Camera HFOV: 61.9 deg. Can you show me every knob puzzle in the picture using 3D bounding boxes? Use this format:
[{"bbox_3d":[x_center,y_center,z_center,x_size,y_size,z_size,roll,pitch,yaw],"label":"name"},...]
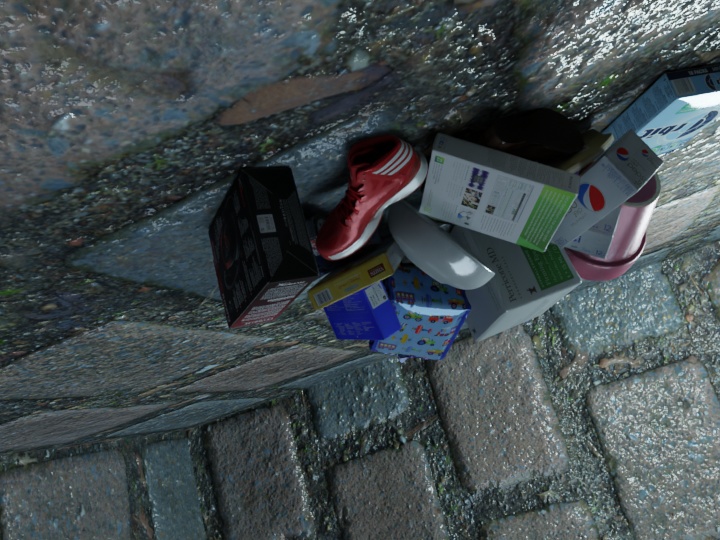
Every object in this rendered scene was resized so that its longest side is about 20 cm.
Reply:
[{"bbox_3d":[0.281,-0.146,0.890,0.215,0.031,0.220,-27,-167,6],"label":"knob puzzle"}]

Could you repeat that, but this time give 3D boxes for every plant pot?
[{"bbox_3d":[0.453,-0.112,1.109,0.194,0.204,0.181,-13,150,-14],"label":"plant pot"}]

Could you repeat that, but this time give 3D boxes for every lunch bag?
[{"bbox_3d":[0.102,0.103,1.117,0.146,0.095,0.204,7,130,-8],"label":"lunch bag"}]

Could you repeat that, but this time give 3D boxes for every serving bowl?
[{"bbox_3d":[0.116,-0.032,0.948,0.066,0.199,0.199,-53,156,9],"label":"serving bowl"}]

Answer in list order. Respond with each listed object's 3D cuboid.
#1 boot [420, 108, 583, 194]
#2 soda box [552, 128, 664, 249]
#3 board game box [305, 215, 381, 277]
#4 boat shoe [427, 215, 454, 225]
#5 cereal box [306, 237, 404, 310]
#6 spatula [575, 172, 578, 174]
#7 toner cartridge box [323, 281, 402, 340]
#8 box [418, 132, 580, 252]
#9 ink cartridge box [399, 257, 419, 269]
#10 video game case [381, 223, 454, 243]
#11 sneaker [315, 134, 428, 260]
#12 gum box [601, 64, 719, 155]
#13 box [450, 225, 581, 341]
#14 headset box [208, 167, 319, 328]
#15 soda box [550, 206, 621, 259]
[{"bbox_3d":[0.204,-0.156,0.894,0.182,0.066,0.200,-3,160,-27],"label":"boot"},{"bbox_3d":[0.330,-0.108,0.852,0.068,0.064,0.200,-41,173,-21],"label":"soda box"},{"bbox_3d":[-0.075,-0.043,0.975,0.196,0.063,0.199,-24,164,17],"label":"board game box"},{"bbox_3d":[0.206,-0.094,0.992,0.195,0.073,0.067,-3,144,18],"label":"boat shoe"},{"bbox_3d":[0.000,0.000,1.003,0.141,0.040,0.200,-27,-174,13],"label":"cereal box"},{"bbox_3d":[0.273,-0.156,1.015,0.194,0.058,0.021,-13,-164,8],"label":"spatula"},{"bbox_3d":[-0.006,0.072,1.078,0.042,0.097,0.199,-26,-174,-26],"label":"toner cartridge box"},{"bbox_3d":[0.185,-0.104,0.831,0.195,0.037,0.145,20,152,8],"label":"box"},{"bbox_3d":[0.061,0.002,1.187,0.196,0.070,0.115,-4,159,-39],"label":"ink cartridge box"},{"bbox_3d":[0.137,-0.061,1.223,0.195,0.023,0.182,-22,164,13],"label":"video game case"},{"bbox_3d":[-0.011,-0.105,0.798,0.200,0.079,0.115,-46,146,13],"label":"sneaker"},{"bbox_3d":[0.485,-0.241,0.941,0.165,0.046,0.200,-13,165,-16],"label":"gum box"},{"bbox_3d":[0.276,-0.005,1.157,0.167,0.203,0.201,-19,162,-13],"label":"box"},{"bbox_3d":[-0.140,-0.021,0.807,0.073,0.153,0.200,-7,161,-31],"label":"headset box"},{"bbox_3d":[0.334,-0.091,1.026,0.195,0.064,0.069,19,155,21],"label":"soda box"}]
